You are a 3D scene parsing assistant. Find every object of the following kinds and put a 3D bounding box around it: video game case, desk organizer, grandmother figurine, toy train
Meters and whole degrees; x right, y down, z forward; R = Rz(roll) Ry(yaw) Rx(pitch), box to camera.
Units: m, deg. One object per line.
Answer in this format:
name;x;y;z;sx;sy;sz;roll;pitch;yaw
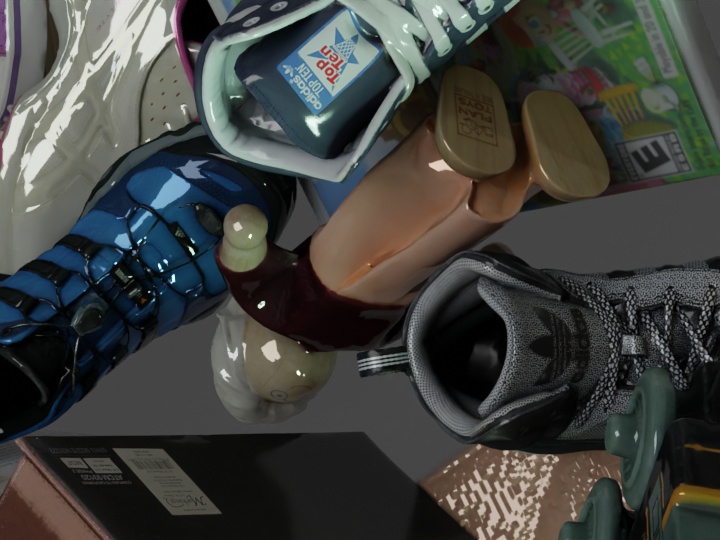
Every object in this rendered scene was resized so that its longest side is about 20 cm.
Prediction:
video game case;0.025;-0.108;0.778;0.181;0.022;0.201;-10;119;33
desk organizer;-0.051;0.111;0.772;0.072;0.199;0.077;42;110;29
grandmother figurine;0.000;0.000;0.803;0.200;0.121;0.061;-45;33;46
toy train;0.105;0.118;0.684;0.085;0.114;0.201;11;130;-4

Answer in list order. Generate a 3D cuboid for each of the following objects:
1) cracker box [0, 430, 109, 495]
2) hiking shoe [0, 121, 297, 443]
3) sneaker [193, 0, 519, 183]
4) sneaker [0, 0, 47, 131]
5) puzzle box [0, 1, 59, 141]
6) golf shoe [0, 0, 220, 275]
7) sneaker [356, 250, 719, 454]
cracker box;-0.167;0.106;0.887;0.199;0.134;0.058;1;98;35
hiking shoe;-0.105;0.018;0.852;0.199;0.074;0.087;-35;22;21
sneaker;0.024;-0.099;0.697;0.070;0.109;0.200;48;131;-12
sneaker;-0.202;-0.151;0.902;0.072;0.114;0.202;0;103;56
puzzle box;-0.197;-0.147;1.003;0.132;0.025;0.202;-18;76;32
golf shoe;-0.096;-0.062;0.899;0.091;0.075;0.201;21;102;23
sneaker;0.096;0.027;0.731;0.199;0.114;0.076;-10;80;33
